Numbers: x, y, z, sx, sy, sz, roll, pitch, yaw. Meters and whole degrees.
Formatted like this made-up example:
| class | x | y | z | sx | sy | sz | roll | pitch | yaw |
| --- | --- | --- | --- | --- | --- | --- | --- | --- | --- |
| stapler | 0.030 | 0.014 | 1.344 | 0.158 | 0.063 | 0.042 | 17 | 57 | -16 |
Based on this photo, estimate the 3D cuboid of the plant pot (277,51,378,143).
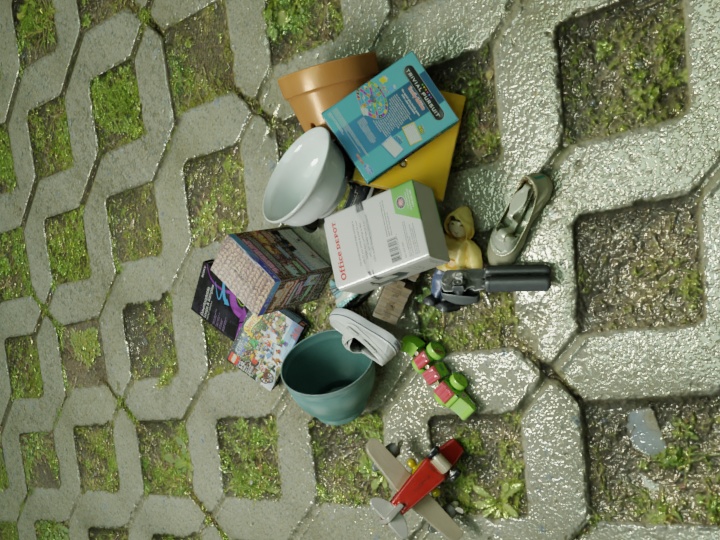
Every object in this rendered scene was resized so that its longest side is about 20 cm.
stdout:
| class | x | y | z | sx | sy | sz | roll | pitch | yaw |
| --- | --- | --- | --- | --- | --- | --- | --- | --- | --- |
| plant pot | -0.048 | -0.332 | 1.398 | 0.199 | 0.200 | 0.141 | -8 | 104 | 36 |

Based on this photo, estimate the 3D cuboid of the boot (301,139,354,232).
| class | x | y | z | sx | sy | sz | roll | pitch | yaw |
| --- | --- | --- | --- | --- | --- | --- | --- | --- | --- |
| boot | -0.074 | -0.173 | 1.490 | 0.174 | 0.200 | 0.069 | -34 | 64 | 2 |

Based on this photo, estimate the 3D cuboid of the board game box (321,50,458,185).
| class | x | y | z | sx | sy | sz | roll | pitch | yaw |
| --- | --- | --- | --- | --- | --- | --- | --- | --- | --- |
| board game box | 0.053 | -0.275 | 1.295 | 0.200 | 0.047 | 0.151 | -34 | 89 | 1 |

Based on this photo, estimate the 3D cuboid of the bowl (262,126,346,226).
| class | x | y | z | sx | sy | sz | roll | pitch | yaw |
| --- | --- | --- | --- | --- | --- | --- | --- | --- | --- |
| bowl | -0.090 | -0.160 | 1.338 | 0.201 | 0.090 | 0.202 | -35 | 39 | 34 |

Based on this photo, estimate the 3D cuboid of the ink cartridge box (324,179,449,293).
| class | x | y | z | sx | sy | sz | roll | pitch | yaw |
| --- | --- | --- | --- | --- | --- | --- | --- | --- | --- |
| ink cartridge box | 0.045 | -0.056 | 1.296 | 0.199 | 0.084 | 0.146 | -21 | 73 | 31 |

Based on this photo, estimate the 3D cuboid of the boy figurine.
| class | x | y | z | sx | sy | sz | roll | pitch | yaw |
| --- | --- | --- | --- | --- | --- | --- | --- | --- | --- |
| boy figurine | 0.182 | -0.021 | 1.360 | 0.124 | 0.064 | 0.201 | 27 | 115 | 34 |

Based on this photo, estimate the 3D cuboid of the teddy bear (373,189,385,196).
| class | x | y | z | sx | sy | sz | roll | pitch | yaw |
| --- | --- | --- | --- | --- | --- | --- | --- | --- | --- |
| teddy bear | 0.063 | -0.118 | 1.404 | 0.145 | 0.067 | 0.201 | 14 | 81 | 47 |

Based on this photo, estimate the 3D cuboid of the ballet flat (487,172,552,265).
| class | x | y | z | sx | sy | sz | roll | pitch | yaw |
| --- | --- | --- | --- | --- | --- | --- | --- | --- | --- |
| ballet flat | 0.274 | -0.086 | 1.282 | 0.069 | 0.069 | 0.201 | 36 | 116 | 25 |

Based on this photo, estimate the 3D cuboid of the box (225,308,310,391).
| class | x | y | z | sx | sy | sz | roll | pitch | yaw |
| --- | --- | --- | --- | --- | --- | --- | --- | --- | --- |
| box | -0.219 | 0.166 | 1.668 | 0.136 | 0.038 | 0.201 | 33 | 116 | 9 |

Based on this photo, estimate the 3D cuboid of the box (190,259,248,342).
| class | x | y | z | sx | sy | sz | roll | pitch | yaw |
| --- | --- | --- | --- | --- | --- | --- | --- | --- | --- |
| box | -0.329 | 0.081 | 1.754 | 0.200 | 0.036 | 0.144 | 32 | 115 | 28 |

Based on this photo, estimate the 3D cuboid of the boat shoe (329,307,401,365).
| class | x | y | z | sx | sy | sz | roll | pitch | yaw |
| --- | --- | --- | --- | --- | --- | --- | --- | --- | --- |
| boat shoe | -0.007 | 0.135 | 1.455 | 0.200 | 0.065 | 0.074 | 20 | 148 | 48 |

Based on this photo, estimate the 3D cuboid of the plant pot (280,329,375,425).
| class | x | y | z | sx | sy | sz | roll | pitch | yaw |
| --- | --- | --- | --- | --- | --- | --- | --- | --- | --- |
| plant pot | -0.056 | 0.240 | 1.509 | 0.199 | 0.200 | 0.135 | 11 | 131 | 33 |

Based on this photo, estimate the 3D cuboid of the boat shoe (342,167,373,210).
| class | x | y | z | sx | sy | sz | roll | pitch | yaw |
| --- | --- | --- | --- | --- | --- | --- | --- | --- | --- |
| boat shoe | 0.005 | -0.194 | 1.442 | 0.201 | 0.060 | 0.076 | -61 | 23 | 18 |

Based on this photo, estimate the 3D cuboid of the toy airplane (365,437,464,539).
| class | x | y | z | sx | sy | sz | roll | pitch | yaw |
| --- | --- | --- | --- | --- | --- | --- | --- | --- | --- |
| toy airplane | 0.110 | 0.439 | 1.440 | 0.198 | 0.141 | 0.201 | -1 | 83 | 4 |

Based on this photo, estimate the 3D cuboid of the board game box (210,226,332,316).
| class | x | y | z | sx | sy | sz | roll | pitch | yaw |
| --- | --- | --- | --- | --- | --- | --- | --- | --- | --- |
| board game box | -0.188 | -0.003 | 1.540 | 0.159 | 0.200 | 0.097 | 43 | 119 | 23 |

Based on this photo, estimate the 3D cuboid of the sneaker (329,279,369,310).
| class | x | y | z | sx | sy | sz | roll | pitch | yaw |
| --- | --- | --- | --- | --- | --- | --- | --- | --- | --- |
| sneaker | 0.000 | 0.000 | 1.485 | 0.200 | 0.077 | 0.087 | -44 | 69 | 31 |

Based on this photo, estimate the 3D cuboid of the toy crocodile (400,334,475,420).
| class | x | y | z | sx | sy | sz | roll | pitch | yaw |
| --- | --- | --- | --- | --- | --- | --- | --- | --- | --- |
| toy crocodile | 0.153 | 0.210 | 1.419 | 0.068 | 0.062 | 0.200 | -46 | 72 | 31 |

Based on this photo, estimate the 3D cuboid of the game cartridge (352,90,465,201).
| class | x | y | z | sx | sy | sz | roll | pitch | yaw |
| --- | --- | --- | --- | --- | --- | --- | --- | --- | --- |
| game cartridge | 0.091 | -0.244 | 1.333 | 0.175 | 0.032 | 0.201 | 13 | 87 | 4 |

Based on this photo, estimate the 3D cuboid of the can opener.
| class | x | y | z | sx | sy | sz | roll | pitch | yaw |
| --- | --- | --- | --- | --- | --- | --- | --- | --- | --- |
| can opener | 0.246 | 0.026 | 1.304 | 0.199 | 0.054 | 0.067 | -1 | 136 | 14 |

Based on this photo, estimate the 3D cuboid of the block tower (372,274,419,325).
| class | x | y | z | sx | sy | sz | roll | pitch | yaw |
| --- | --- | --- | --- | --- | --- | --- | --- | --- | --- |
| block tower | 0.085 | 0.009 | 1.417 | 0.054 | 0.058 | 0.201 | 22 | 118 | -2 |
